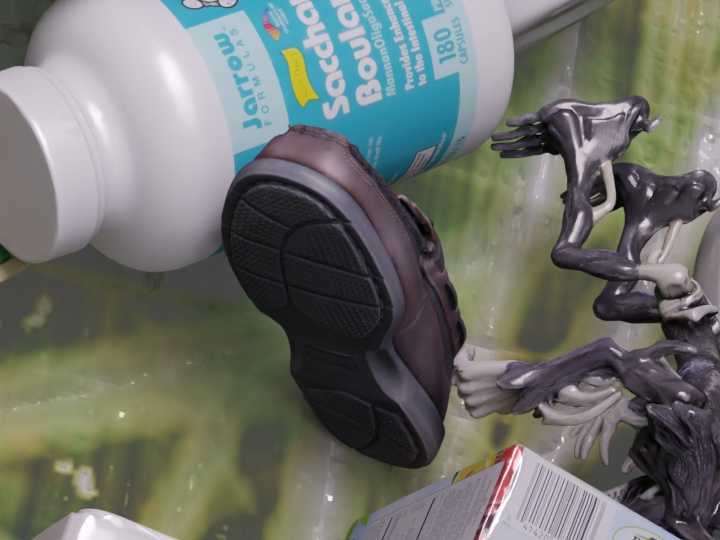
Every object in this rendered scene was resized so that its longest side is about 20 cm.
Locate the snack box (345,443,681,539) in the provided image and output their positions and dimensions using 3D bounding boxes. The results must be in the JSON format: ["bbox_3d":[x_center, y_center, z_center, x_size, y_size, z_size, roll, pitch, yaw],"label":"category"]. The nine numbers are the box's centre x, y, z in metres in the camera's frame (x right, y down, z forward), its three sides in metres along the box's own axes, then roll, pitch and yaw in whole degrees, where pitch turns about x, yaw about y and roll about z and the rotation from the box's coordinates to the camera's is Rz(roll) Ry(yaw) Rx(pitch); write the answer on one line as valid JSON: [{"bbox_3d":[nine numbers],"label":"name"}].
[{"bbox_3d":[0.099,0.147,1.026,0.200,0.142,0.053,31,64,-14],"label":"snack box"}]

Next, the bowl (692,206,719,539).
[{"bbox_3d":[0.220,0.066,1.145,0.200,0.075,0.200,6,73,-23],"label":"bowl"}]

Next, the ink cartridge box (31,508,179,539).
[{"bbox_3d":[-0.076,0.205,0.958,0.145,0.084,0.200,24,67,-14],"label":"ink cartridge box"}]

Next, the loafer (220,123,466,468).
[{"bbox_3d":[0.000,0.000,1.008,0.072,0.200,0.063,18,63,22],"label":"loafer"}]

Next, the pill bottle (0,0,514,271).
[{"bbox_3d":[-0.048,-0.067,1.029,0.200,0.111,0.111,-23,86,-32],"label":"pill bottle"}]

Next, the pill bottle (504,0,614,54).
[{"bbox_3d":[0.040,-0.192,1.111,0.111,0.111,0.200,-27,87,-29],"label":"pill bottle"}]

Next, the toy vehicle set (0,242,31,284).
[{"bbox_3d":[-0.225,-0.053,0.996,0.124,0.027,0.200,-34,92,-29],"label":"toy vehicle set"}]

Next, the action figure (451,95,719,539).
[{"bbox_3d":[0.101,0.038,1.042,0.119,0.102,0.200,39,34,-47],"label":"action figure"}]
